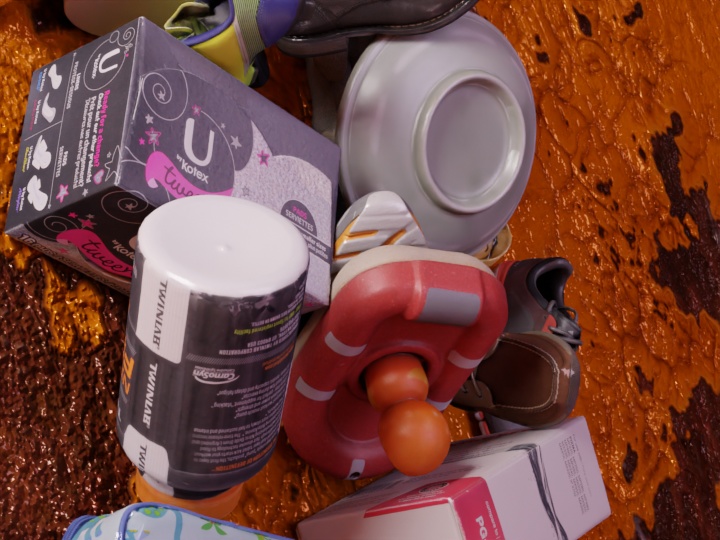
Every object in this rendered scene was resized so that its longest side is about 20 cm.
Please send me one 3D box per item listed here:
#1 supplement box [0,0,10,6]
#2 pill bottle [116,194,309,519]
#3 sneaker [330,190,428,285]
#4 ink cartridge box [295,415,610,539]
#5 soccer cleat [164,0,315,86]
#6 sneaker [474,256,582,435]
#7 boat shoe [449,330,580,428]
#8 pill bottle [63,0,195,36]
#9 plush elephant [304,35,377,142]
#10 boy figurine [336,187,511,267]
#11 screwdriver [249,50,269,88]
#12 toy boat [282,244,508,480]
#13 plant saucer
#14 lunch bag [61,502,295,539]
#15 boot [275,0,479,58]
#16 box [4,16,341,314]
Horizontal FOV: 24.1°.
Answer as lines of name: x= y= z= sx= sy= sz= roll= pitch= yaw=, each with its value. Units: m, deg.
supplement box: x=-0.262 y=-0.283 z=1.084 sx=0.126 sy=0.073 sz=0.202 roll=25 pitch=55 yaw=-44
pill bottle: x=-0.096 y=0.063 z=1.050 sx=0.106 sy=0.106 sz=0.201 roll=-43 pitch=151 yaw=-51
sneaker: x=0.000 y=0.000 z=1.234 sx=0.078 sy=0.201 sz=0.078 roll=-3 pitch=56 yaw=-11
ink cartridge box: x=0.073 y=0.183 z=1.241 sx=0.199 sy=0.144 sz=0.085 roll=-20 pitch=93 yaw=-53
soccer cleat: x=-0.103 y=-0.155 z=1.144 sx=0.083 sy=0.200 sz=0.065 roll=1 pitch=67 yaw=-28
sneaker: x=0.147 y=0.070 z=1.437 sx=0.077 sy=0.082 sz=0.201 roll=32 pitch=51 yaw=-40
boat shoe: x=0.090 y=0.078 z=1.287 sx=0.071 sy=0.200 sz=0.076 roll=4 pitch=90 yaw=-31
pill bottle: x=-0.161 y=-0.271 z=1.171 sx=0.115 sy=0.115 sz=0.202 roll=15 pitch=63 yaw=-47
plush elephant: x=0.037 y=-0.213 z=1.361 sx=0.164 sy=0.154 sz=0.202 roll=-15 pitch=87 yaw=-53
boy figurine: x=0.045 y=-0.028 z=1.369 sx=0.199 sy=0.064 sz=0.125 roll=14 pitch=63 yaw=-44
screwdriver: x=-0.093 y=-0.182 z=1.211 sx=0.200 sy=0.028 sz=0.029 roll=70 pitch=9 yaw=-67
toy boat: x=0.026 y=0.085 z=1.176 sx=0.130 sy=0.200 sz=0.131 roll=6 pitch=47 yaw=-26
plant saucer: x=0.072 y=-0.099 z=1.286 sx=0.199 sy=0.050 sz=0.202 roll=-8 pitch=104 yaw=-36
lunch bag: x=-0.103 y=0.239 z=1.049 sx=0.199 sy=0.082 sz=0.162 roll=24 pitch=56 yaw=-44
boot: x=0.000 y=-0.237 z=1.185 sx=0.175 sy=0.199 sz=0.070 roll=72 pitch=-4 yaw=-57
box: x=-0.118 y=-0.054 z=1.130 sx=0.199 sy=0.114 sz=0.133 roll=30 pitch=52 yaw=-40
